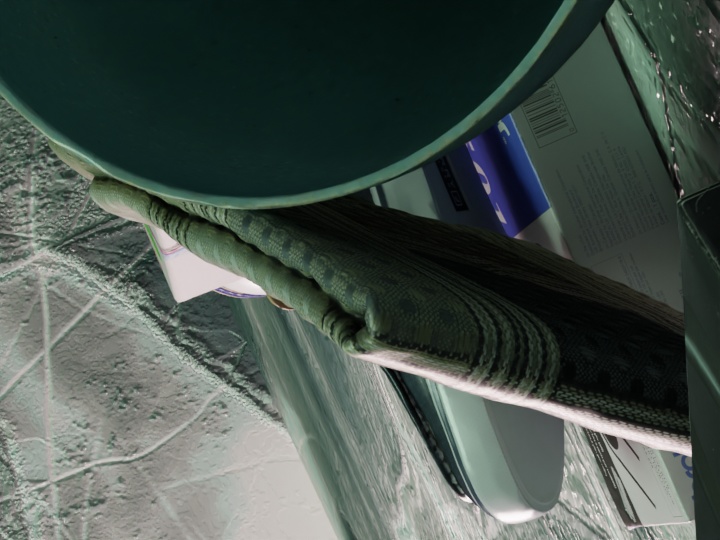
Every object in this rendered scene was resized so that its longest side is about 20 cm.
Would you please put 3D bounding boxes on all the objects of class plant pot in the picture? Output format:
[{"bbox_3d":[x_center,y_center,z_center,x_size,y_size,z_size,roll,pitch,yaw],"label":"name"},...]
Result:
[{"bbox_3d":[-0.001,-0.122,0.592,0.135,0.199,0.201,-15,-100,-63],"label":"plant pot"}]

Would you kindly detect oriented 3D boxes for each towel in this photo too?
[{"bbox_3d":[0.030,0.013,0.632,0.200,0.191,0.035,30,103,57],"label":"towel"}]

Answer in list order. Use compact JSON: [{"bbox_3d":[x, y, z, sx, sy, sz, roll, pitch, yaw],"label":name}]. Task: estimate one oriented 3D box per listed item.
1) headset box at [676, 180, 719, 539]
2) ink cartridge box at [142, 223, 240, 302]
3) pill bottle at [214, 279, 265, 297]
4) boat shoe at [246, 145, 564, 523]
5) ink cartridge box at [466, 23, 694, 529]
[{"bbox_3d":[0.138,0.081,0.437,0.175,0.092,0.201,76,169,-53],"label":"headset box"},{"bbox_3d":[-0.058,-0.101,1.129,0.200,0.145,0.148,88,159,-72],"label":"ink cartridge box"},{"bbox_3d":[-0.068,-0.041,1.527,0.200,0.115,0.117,165,83,-83],"label":"pill bottle"},{"bbox_3d":[0.000,0.000,0.798,0.071,0.090,0.202,3,-115,-63],"label":"boat shoe"},{"bbox_3d":[0.078,-0.013,0.796,0.094,0.044,0.201,128,120,-80],"label":"ink cartridge box"}]
